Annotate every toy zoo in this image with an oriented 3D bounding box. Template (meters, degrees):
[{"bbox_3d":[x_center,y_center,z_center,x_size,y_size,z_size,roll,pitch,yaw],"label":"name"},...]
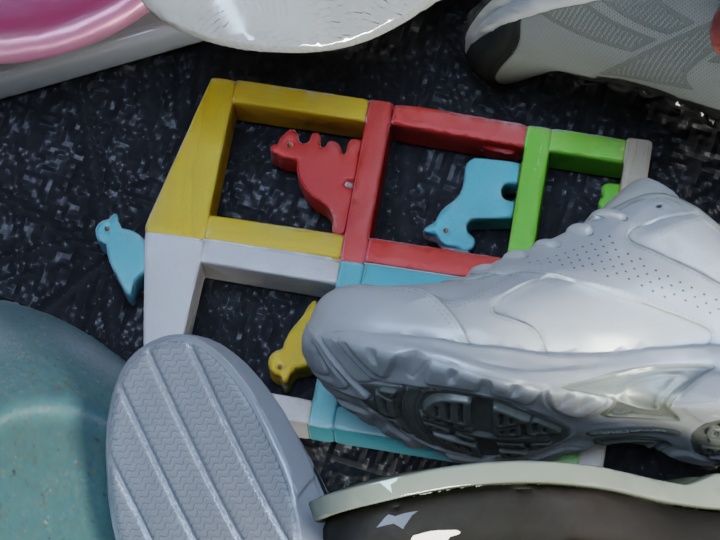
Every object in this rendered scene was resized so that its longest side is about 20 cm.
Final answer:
[{"bbox_3d":[0.000,0.000,1.002,0.200,0.020,0.131,9,71,6],"label":"toy zoo"}]

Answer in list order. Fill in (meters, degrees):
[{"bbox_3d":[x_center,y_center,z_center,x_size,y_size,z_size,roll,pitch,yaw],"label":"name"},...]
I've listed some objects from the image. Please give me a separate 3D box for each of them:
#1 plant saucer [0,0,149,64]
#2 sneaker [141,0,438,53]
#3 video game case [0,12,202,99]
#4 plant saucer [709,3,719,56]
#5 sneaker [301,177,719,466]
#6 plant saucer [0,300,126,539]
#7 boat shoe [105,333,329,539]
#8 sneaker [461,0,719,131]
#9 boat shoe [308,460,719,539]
[{"bbox_3d":[-0.137,-0.177,0.989,0.200,0.051,0.201,-4,109,-11],"label":"plant saucer"},{"bbox_3d":[0.007,-0.125,1.010,0.200,0.088,0.075,-14,95,-15],"label":"sneaker"},{"bbox_3d":[-0.153,-0.153,1.065,0.200,0.023,0.182,-16,71,-2],"label":"video game case"},{"bbox_3d":[0.243,-0.120,0.880,0.200,0.037,0.200,23,97,-19],"label":"plant saucer"},{"bbox_3d":[0.079,0.015,0.951,0.200,0.078,0.099,5,64,-6],"label":"sneaker"},{"bbox_3d":[-0.106,0.099,0.897,0.201,0.039,0.201,18,61,-36],"label":"plant saucer"},{"bbox_3d":[-0.020,0.114,0.896,0.072,0.071,0.200,-30,78,22],"label":"boat shoe"},{"bbox_3d":[0.116,-0.082,0.960,0.074,0.200,0.079,-17,98,-45],"label":"sneaker"},{"bbox_3d":[0.069,0.098,0.892,0.201,0.072,0.061,6,74,-40],"label":"boat shoe"}]
